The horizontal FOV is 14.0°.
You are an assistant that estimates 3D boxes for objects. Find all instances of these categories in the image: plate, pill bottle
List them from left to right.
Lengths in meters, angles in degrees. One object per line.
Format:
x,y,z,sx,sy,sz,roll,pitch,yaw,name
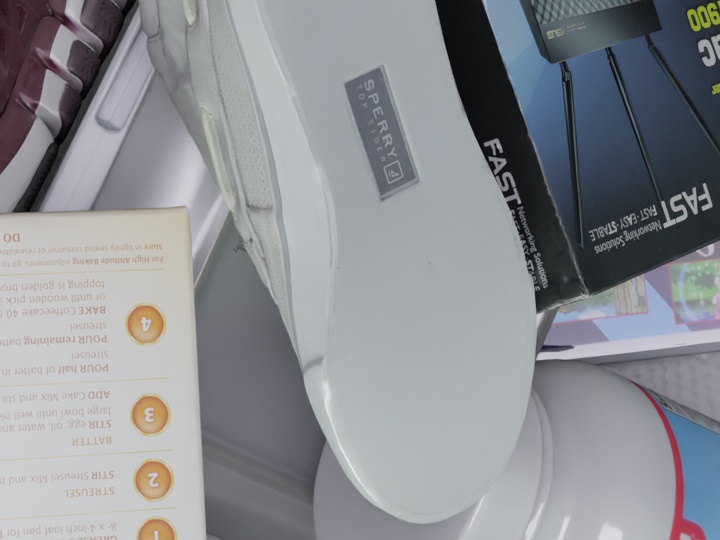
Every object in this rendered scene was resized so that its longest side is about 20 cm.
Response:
0.000,0.000,0.945,0.200,0.032,0.200,27,87,-41,plate
0.084,0.093,0.948,0.200,0.109,0.109,24,88,-37,pill bottle

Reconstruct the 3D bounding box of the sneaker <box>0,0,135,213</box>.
-0.132,-0.094,0.926,0.115,0.076,0.200,27,57,-7,sneaker

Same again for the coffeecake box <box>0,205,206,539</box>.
-0.124,0.086,0.823,0.153,0.073,0.201,-2,87,-18,coffeecake box

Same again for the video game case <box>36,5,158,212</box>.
-0.063,-0.086,0.966,0.018,0.143,0.201,26,88,-4,video game case

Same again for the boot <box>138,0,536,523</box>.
-0.010,-0.031,0.848,0.073,0.096,0.201,-19,111,-21,boot

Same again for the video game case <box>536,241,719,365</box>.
0.109,-0.061,1.038,0.199,0.023,0.183,-6,90,-4,video game case

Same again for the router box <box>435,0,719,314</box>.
0.075,-0.075,0.933,0.062,0.200,0.150,-18,92,39,router box

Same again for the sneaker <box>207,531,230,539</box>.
-0.034,0.076,1.015,0.082,0.074,0.201,38,73,-43,sneaker
